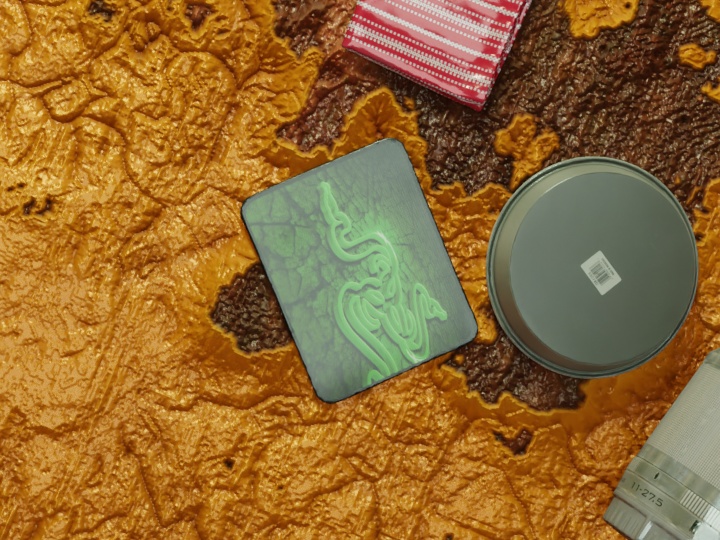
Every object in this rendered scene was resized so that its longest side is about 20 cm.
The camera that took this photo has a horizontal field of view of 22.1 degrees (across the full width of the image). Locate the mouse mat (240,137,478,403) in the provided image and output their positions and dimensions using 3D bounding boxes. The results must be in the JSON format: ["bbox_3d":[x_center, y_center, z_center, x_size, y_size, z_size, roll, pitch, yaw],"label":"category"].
[{"bbox_3d":[0.000,0.000,1.641,0.160,0.008,0.201,-24,96,-6],"label":"mouse mat"}]

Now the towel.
[{"bbox_3d":[0.085,-0.261,1.635,0.144,0.022,0.201,24,89,-7],"label":"towel"}]

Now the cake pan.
[{"bbox_3d":[0.213,-0.002,1.655,0.199,0.037,0.202,0,93,-8],"label":"cake pan"}]

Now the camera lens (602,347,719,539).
[{"bbox_3d":[0.328,0.180,1.615,0.160,0.160,0.200,37,87,-8],"label":"camera lens"}]
